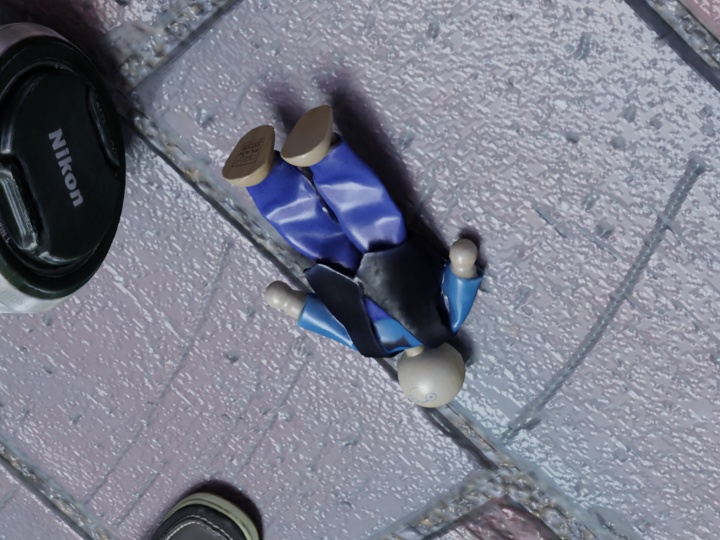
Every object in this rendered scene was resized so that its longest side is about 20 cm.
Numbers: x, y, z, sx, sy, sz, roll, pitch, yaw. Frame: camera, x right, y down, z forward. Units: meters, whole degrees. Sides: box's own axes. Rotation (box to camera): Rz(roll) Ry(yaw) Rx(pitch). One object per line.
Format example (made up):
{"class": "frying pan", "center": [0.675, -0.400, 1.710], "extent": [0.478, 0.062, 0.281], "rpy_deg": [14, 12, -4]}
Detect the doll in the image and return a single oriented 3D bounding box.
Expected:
{"class": "doll", "center": [0.000, 0.000, 1.547], "extent": [0.136, 0.049, 0.200], "rpy_deg": [-17, 126, 29]}

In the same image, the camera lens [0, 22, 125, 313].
{"class": "camera lens", "center": [-0.245, -0.056, 1.559], "extent": [0.199, 0.160, 0.161], "rpy_deg": [0, 129, 31]}

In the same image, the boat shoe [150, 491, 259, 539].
{"class": "boat shoe", "center": [-0.124, 0.220, 1.813], "extent": [0.073, 0.065, 0.200], "rpy_deg": [32, 137, 2]}
